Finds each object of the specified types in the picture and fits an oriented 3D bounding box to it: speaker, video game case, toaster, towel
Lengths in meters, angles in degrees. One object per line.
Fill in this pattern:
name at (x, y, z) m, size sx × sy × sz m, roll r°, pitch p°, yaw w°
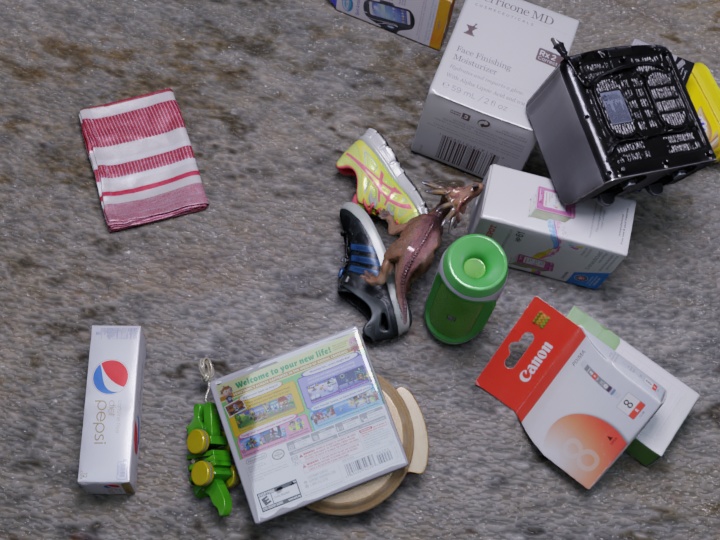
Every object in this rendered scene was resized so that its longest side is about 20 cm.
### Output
speaker at (0.132, 0.029, 1.296) m, size 0.088 × 0.200 × 0.089 m, roll 2°, pitch 67°, yaw -4°
video game case at (-0.064, 0.187, 1.245) m, size 0.199 × 0.022 × 0.183 m, roll -21°, pitch 76°, yaw -2°
toaster at (0.324, -0.189, 1.291) m, size 0.179 × 0.119 × 0.202 m, roll -12°, pitch 75°, yaw -25°
towel at (-0.308, -0.160, 1.437) m, size 0.143 × 0.023 × 0.201 m, roll -15°, pitch 69°, yaw -12°

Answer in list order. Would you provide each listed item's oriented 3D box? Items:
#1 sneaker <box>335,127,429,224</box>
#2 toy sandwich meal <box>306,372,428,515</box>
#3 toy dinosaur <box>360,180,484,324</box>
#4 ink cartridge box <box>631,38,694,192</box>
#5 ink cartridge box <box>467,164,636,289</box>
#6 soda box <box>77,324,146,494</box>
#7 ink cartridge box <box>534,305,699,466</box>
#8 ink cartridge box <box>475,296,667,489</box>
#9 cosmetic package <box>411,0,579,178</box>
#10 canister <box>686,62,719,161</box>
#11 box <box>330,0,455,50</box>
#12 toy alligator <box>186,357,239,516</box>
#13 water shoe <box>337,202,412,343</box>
sneaker at (0.036, -0.097, 1.418) m, size 0.090 × 0.078 × 0.201 m, roll -32°, pitch 71°, yaw -2°
toy sandwich meal at (-0.017, 0.211, 1.284) m, size 0.203 × 0.070 × 0.207 m, roll -1°, pitch 76°, yaw 3°
toy dinosaur at (0.077, -0.039, 1.295) m, size 0.086 × 0.135 × 0.201 m, roll 33°, pitch 54°, yaw -18°
ink cartridge box at (0.386, -0.218, 1.417) m, size 0.093 × 0.044 × 0.201 m, roll 25°, pitch 72°, yaw 8°
ink cartridge box at (0.249, -0.056, 1.372) m, size 0.198 × 0.145 × 0.085 m, roll 16°, pitch 70°, yaw 2°
soda box at (-0.308, 0.173, 1.271) m, size 0.063 × 0.068 × 0.202 m, roll 1°, pitch 67°, yaw -4°
ink cartridge box at (0.330, 0.151, 1.338) m, size 0.199 × 0.059 × 0.104 m, roll 37°, pitch 69°, yaw 11°
ink cartridge box at (0.257, 0.154, 1.281) m, size 0.199 × 0.163 × 0.050 m, roll 35°, pitch 29°, yaw 8°
cosmetic package at (0.189, -0.259, 1.441) m, size 0.164 × 0.165 × 0.201 m, roll 21°, pitch 67°, yaw 2°
canister at (0.427, -0.208, 1.484) m, size 0.198 × 0.087 × 0.150 m, roll -17°, pitch 70°, yaw -10°
box at (0.042, -0.412, 1.519) m, size 0.199 × 0.119 × 0.042 m, roll 24°, pitch 67°, yaw 5°
toy alligator at (-0.197, 0.212, 1.275) m, size 0.054 × 0.059 × 0.202 m, roll -25°, pitch 65°, yaw 29°
water shoe at (0.000, 0.000, 1.368) m, size 0.078 × 0.072 × 0.201 m, roll -21°, pitch 70°, yaw -10°
